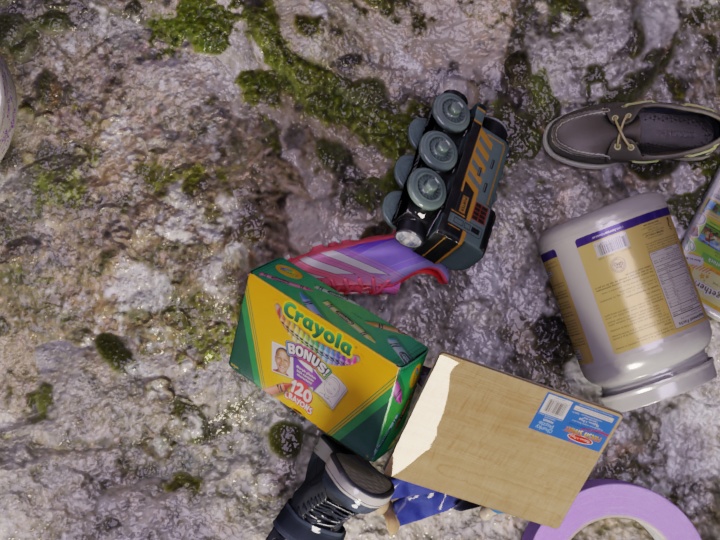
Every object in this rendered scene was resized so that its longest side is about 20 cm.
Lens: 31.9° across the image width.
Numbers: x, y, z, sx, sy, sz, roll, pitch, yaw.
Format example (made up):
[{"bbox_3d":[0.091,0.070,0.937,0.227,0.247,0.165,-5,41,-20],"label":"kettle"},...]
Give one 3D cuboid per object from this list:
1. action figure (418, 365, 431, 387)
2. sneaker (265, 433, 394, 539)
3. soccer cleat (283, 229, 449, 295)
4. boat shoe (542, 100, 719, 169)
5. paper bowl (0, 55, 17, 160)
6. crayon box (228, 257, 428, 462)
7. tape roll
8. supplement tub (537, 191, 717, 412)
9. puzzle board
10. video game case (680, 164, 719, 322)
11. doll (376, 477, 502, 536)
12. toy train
[{"bbox_3d":[0.092,0.126,1.321,0.198,0.130,0.070,25,90,15],"label":"action figure"},{"bbox_3d":[-0.036,0.255,1.269,0.076,0.202,0.148,29,87,-8],"label":"sneaker"},{"bbox_3d":[0.000,0.000,1.357,0.197,0.067,0.078,-15,84,-6],"label":"soccer cleat"},{"bbox_3d":[0.301,-0.152,1.377,0.198,0.060,0.073,-1,85,-2],"label":"boat shoe"},{"bbox_3d":[-0.465,-0.174,1.339,0.197,0.104,0.204,0,85,-2],"label":"paper bowl"},{"bbox_3d":[-0.036,0.089,1.290,0.199,0.058,0.120,31,122,25],"label":"crayon box"},{"bbox_3d":[0.266,0.326,1.336,0.196,0.066,0.204,0,85,-1],"label":"tape roll"},{"bbox_3d":[0.281,0.034,1.319,0.143,0.145,0.203,-19,86,-3],"label":"supplement tub"},{"bbox_3d":[0.140,0.169,1.249,0.197,0.017,0.152,19,116,-12],"label":"puzzle board"},{"bbox_3d":[0.456,-0.014,1.390,0.198,0.023,0.184,29,85,0],"label":"video game case"},{"bbox_3d":[0.116,0.224,1.318,0.197,0.137,0.049,-16,42,9],"label":"doll"},{"bbox_3d":[0.097,-0.097,1.336,0.113,0.085,0.202,29,57,-15],"label":"toy train"}]
